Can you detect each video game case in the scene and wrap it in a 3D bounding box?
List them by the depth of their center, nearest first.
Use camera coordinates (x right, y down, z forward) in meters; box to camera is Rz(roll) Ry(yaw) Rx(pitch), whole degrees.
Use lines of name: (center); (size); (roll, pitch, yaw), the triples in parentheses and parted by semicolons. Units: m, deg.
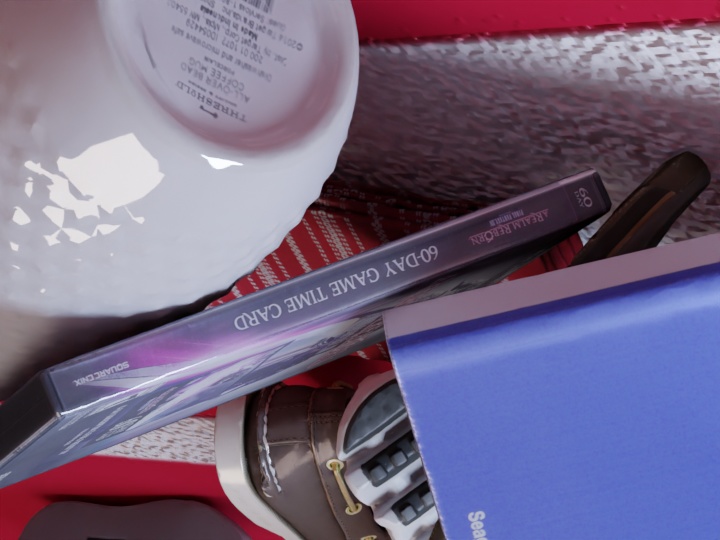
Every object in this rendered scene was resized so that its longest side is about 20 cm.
video game case: (-0.031, 0.023, 0.890); (0.200, 0.019, 0.143); (-19, 173, -26)

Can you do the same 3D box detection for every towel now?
towel: (0.000, 0.000, 1.045); (0.200, 0.023, 0.145); (11, 156, 22)

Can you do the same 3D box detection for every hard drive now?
hard drive: (0.119, 0.043, 0.864); (0.200, 0.025, 0.132); (-13, 131, 4)

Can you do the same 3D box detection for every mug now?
mug: (-0.105, -0.064, 0.826); (0.200, 0.148, 0.175); (39, 146, -21)

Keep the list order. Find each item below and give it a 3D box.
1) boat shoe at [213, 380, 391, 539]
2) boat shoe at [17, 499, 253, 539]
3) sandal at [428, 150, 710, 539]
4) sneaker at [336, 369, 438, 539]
boat shoe: (0.001, 0.098, 1.213); (0.059, 0.072, 0.200); (-6, 155, 21)
boat shoe: (-0.097, 0.170, 1.479); (0.091, 0.071, 0.200); (35, 161, -36)
sandal: (0.076, 0.046, 0.914); (0.055, 0.082, 0.200); (30, 116, 10)
sneaker: (0.055, 0.123, 1.107); (0.200, 0.075, 0.081); (61, 174, -8)
